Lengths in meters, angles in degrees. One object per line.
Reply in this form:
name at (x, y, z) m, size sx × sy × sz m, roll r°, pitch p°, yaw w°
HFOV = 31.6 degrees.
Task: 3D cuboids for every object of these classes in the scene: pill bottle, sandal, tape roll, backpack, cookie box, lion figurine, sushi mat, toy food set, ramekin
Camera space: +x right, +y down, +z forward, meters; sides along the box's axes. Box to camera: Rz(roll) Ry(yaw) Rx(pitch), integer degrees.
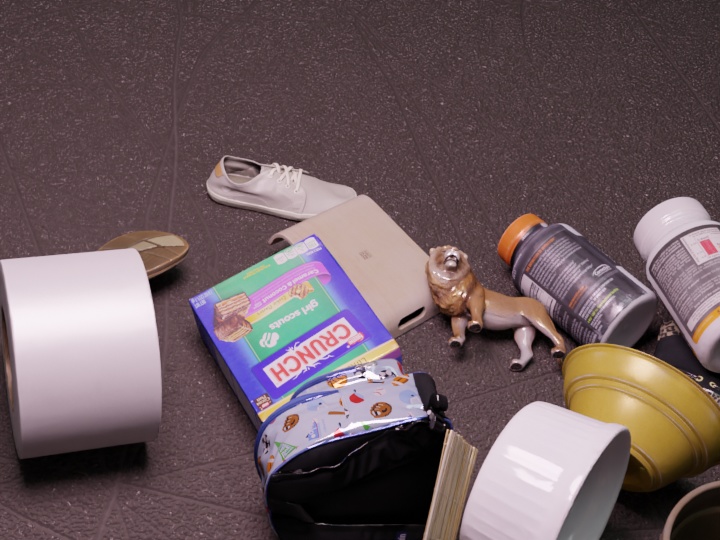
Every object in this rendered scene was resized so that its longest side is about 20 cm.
pill bottle at (0.406, 0.013, 1.493) m, size 0.116 × 0.117 × 0.200 m, roll -6°, pitch 46°, yaw -19°
sandal at (-0.290, 0.017, 1.488) m, size 0.200 × 0.054 × 0.080 m, roll -36°, pitch 53°, yaw -24°
tape roll at (-0.289, 0.083, 1.295) m, size 0.139 × 0.203 × 0.203 m, roll -5°, pitch 44°, yaw -20°
backpack at (-0.010, 0.188, 1.261) m, size 0.190 × 0.201 × 0.154 m, roll -14°, pitch 35°, yaw -13°
cookie box at (-0.071, 0.079, 1.410) m, size 0.171 × 0.075 × 0.200 m, roll -28°, pitch 52°, yaw -12°
lion figurine at (0.165, 0.049, 1.532) m, size 0.200 × 0.073 × 0.123 m, roll 25°, pitch 39°, yaw -19°
sushi mat at (0.075, 0.253, 1.194) m, size 0.012 × 0.096 × 0.201 m, roll 8°, pitch 76°, yaw 24°
toy food set at (0.000, 0.000, 1.575) m, size 0.143 × 0.061 × 0.200 m, roll -26°, pitch 62°, yaw -36°
ramekin at (0.179, 0.227, 1.250) m, size 0.097 × 0.201 × 0.200 m, roll 24°, pitch 42°, yaw 25°
pill bottle at (0.261, 0.013, 1.573) m, size 0.106 × 0.106 × 0.200 m, roll -23°, pitch 52°, yaw -34°

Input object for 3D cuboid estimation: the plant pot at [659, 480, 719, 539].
plant pot at (0.354, 0.327, 1.188) m, size 0.199 × 0.174 × 0.200 m, roll 7°, pitch 40°, yaw -6°

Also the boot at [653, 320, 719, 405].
boot at (0.426, 0.142, 1.494) m, size 0.203 × 0.074 × 0.154 m, roll 23°, pitch 39°, yaw 10°

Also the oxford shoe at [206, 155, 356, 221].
oxford shoe at (-0.101, -0.110, 1.667) m, size 0.199 × 0.058 × 0.075 m, roll 9°, pitch 38°, yaw -6°

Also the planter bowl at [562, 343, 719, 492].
planter bowl at (0.285, 0.175, 1.349) m, size 0.200 × 0.201 × 0.084 m, roll 28°, pitch 62°, yaw 18°
